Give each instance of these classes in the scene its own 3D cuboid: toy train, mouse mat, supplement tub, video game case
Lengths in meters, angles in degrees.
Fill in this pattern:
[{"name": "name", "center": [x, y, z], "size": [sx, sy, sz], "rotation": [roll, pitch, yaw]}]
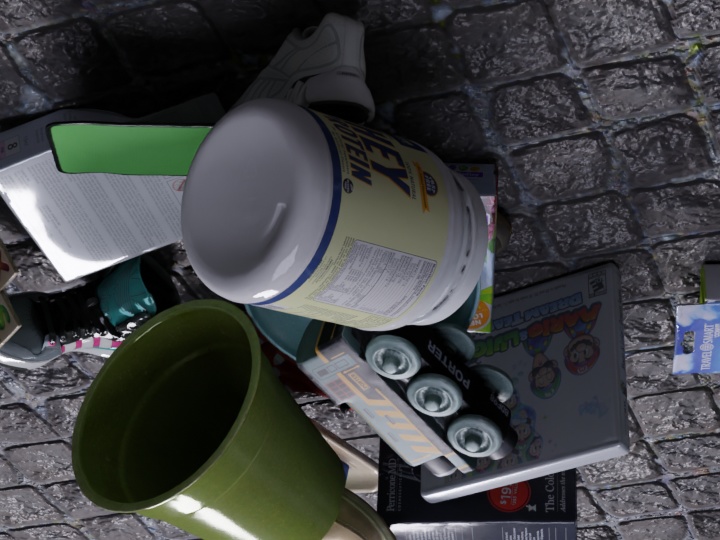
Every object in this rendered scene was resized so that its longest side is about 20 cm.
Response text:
[{"name": "toy train", "center": [0.040, 0.092, 1.589], "size": [0.114, 0.086, 0.200], "rotation": [-25, 123, 36]}, {"name": "mouse mat", "center": [-0.139, -0.093, 1.502], "size": [0.198, 0.008, 0.161], "rotation": [1, 169, -5]}, {"name": "supplement tub", "center": [-0.016, -0.035, 1.418], "size": [0.145, 0.146, 0.199], "rotation": [-28, 152, 37]}, {"name": "video game case", "center": [0.142, 0.099, 1.719], "size": [0.199, 0.183, 0.024], "rotation": [-18, 143, 28]}]

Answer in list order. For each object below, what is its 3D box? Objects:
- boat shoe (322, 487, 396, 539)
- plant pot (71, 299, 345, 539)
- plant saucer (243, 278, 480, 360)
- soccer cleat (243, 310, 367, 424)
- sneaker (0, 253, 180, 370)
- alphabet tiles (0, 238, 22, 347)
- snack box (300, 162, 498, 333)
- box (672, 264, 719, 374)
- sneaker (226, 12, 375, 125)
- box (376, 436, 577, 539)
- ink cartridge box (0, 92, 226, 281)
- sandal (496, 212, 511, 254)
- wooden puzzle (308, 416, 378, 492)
[{"name": "boat shoe", "center": [-0.044, 0.233, 1.754], "size": [0.199, 0.065, 0.072], "rotation": [15, 137, 48]}, {"name": "plant pot", "center": [-0.112, 0.158, 1.673], "size": [0.199, 0.201, 0.190], "rotation": [-19, 138, 29]}, {"name": "plant saucer", "center": [0.000, 0.000, 1.592], "size": [0.198, 0.036, 0.201], "rotation": [3, 126, 4]}, {"name": "soccer cleat", "center": [-0.038, 0.077, 1.795], "size": [0.199, 0.085, 0.069], "rotation": [19, 132, 25]}, {"name": "sneaker", "center": [-0.235, 0.033, 1.711], "size": [0.199, 0.084, 0.121], "rotation": [-3, 155, -46]}, {"name": "alphabet tiles", "center": [-0.358, 0.005, 1.667], "size": [0.006, 0.167, 0.200], "rotation": [-22, 168, -43]}, {"name": "snack box", "center": [0.014, -0.021, 1.631], "size": [0.198, 0.053, 0.143], "rotation": [2, 127, 4]}, {"name": "box", "center": [0.380, 0.044, 1.738], "size": [0.198, 0.048, 0.122], "rotation": [-1, 145, 7]}, {"name": "sneaker", "center": [-0.047, -0.138, 1.490], "size": [0.075, 0.082, 0.200], "rotation": [7, 167, -28]}, {"name": "box", "center": [0.110, 0.168, 1.806], "size": [0.180, 0.201, 0.104], "rotation": [-2, 146, 6]}, {"name": "ink cartridge box", "center": [-0.192, -0.080, 1.623], "size": [0.199, 0.057, 0.163], "rotation": [-23, 142, 3]}, {"name": "sandal", "center": [0.064, 0.013, 1.712], "size": [0.081, 0.055, 0.200], "rotation": [23, 141, -26]}, {"name": "wooden puzzle", "center": [-0.103, 0.170, 1.849], "size": [0.184, 0.047, 0.200], "rotation": [-6, 145, 38]}]
